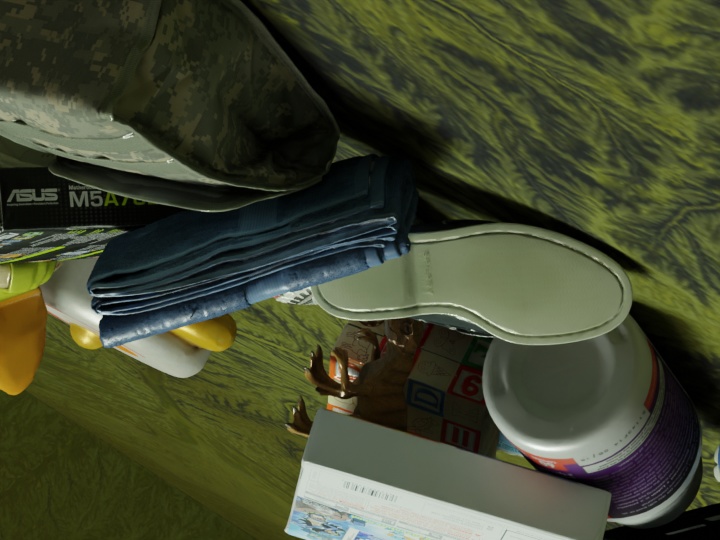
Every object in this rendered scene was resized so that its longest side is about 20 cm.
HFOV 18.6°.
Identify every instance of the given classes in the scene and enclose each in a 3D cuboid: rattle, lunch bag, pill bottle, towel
[{"bbox_3d":[-0.308,-0.024,1.614,0.199,0.130,0.143,24,144,9],"label":"rattle"},{"bbox_3d":[-0.125,-0.103,1.272,0.163,0.118,0.200,14,170,36],"label":"lunch bag"},{"bbox_3d":[0.163,0.101,1.461,0.111,0.112,0.200,21,166,31],"label":"pill bottle"},{"bbox_3d":[-0.064,-0.019,1.318,0.112,0.199,0.049,-79,-30,-67],"label":"towel"}]

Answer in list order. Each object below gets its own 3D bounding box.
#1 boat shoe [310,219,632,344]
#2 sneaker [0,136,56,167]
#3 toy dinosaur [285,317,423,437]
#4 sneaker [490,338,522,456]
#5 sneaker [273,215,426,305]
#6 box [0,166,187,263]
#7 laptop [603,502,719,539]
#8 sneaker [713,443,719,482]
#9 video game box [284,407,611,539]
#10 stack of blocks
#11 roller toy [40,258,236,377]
[{"bbox_3d":[0.072,0.004,1.350,0.198,0.075,0.066,-2,-170,17],"label":"boat shoe"},{"bbox_3d":[-0.244,-0.123,1.503,0.199,0.092,0.076,24,-155,28],"label":"sneaker"},{"bbox_3d":[0.010,0.103,1.485,0.106,0.061,0.201,14,138,17],"label":"toy dinosaur"},{"bbox_3d":[0.097,0.074,1.587,0.200,0.079,0.090,32,164,-19],"label":"sneaker"},{"bbox_3d":[0.000,0.000,1.495,0.082,0.078,0.200,31,168,-16],"label":"sneaker"},{"bbox_3d":[-0.194,-0.036,1.445,0.192,0.048,0.200,-6,177,-35],"label":"box"},{"bbox_3d":[0.291,0.225,1.502,0.177,0.104,0.200,-9,-173,-28],"label":"laptop"},{"bbox_3d":[0.322,0.157,1.422,0.199,0.079,0.089,26,170,10],"label":"sneaker"},{"bbox_3d":[0.054,0.163,1.476,0.199,0.047,0.182,17,156,0],"label":"video game box"},{"bbox_3d":[0.037,0.120,1.580,0.115,0.059,0.201,18,140,13],"label":"stack of blocks"},{"bbox_3d":[-0.181,-0.002,1.714,0.199,0.140,0.182,28,173,-2],"label":"roller toy"}]
